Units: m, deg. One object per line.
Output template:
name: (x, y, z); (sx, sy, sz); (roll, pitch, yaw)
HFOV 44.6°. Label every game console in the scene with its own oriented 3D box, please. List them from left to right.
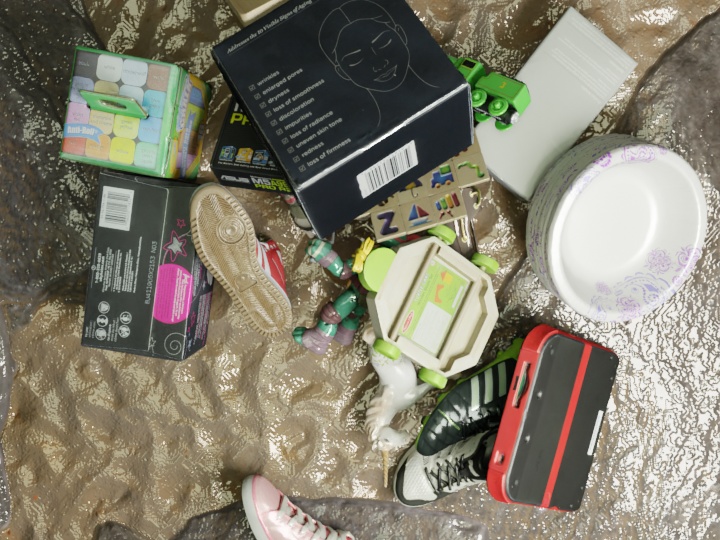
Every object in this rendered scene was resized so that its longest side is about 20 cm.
game console: (0.225, 0.175, 1.017); (0.031, 0.175, 0.204); (14, 86, 46)

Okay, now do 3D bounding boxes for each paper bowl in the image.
paper bowl: (0.280, -0.053, 0.998); (0.196, 0.104, 0.205); (-6, 112, -15)

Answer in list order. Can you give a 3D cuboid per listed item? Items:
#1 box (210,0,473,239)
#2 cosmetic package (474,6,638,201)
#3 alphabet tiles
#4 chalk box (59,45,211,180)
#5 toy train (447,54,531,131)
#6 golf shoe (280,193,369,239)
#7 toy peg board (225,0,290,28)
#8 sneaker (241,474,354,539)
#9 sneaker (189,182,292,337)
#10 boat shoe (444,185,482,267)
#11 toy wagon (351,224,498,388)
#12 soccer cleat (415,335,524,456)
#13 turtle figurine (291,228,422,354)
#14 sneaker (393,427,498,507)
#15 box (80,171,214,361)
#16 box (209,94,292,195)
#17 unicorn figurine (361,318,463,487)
box: (-0.016, -0.179, 0.907); (0.198, 0.124, 0.198); (-31, 68, -3)
cosmetic package: (0.214, -0.189, 1.022); (0.106, 0.090, 0.201); (41, 99, 1)
alphabet tiles: (0.043, -0.132, 0.948); (0.163, 0.006, 0.204); (-16, 65, 5)
chalk box: (-0.256, -0.173, 0.995); (0.122, 0.200, 0.127); (11, 95, 3)
toy train: (0.108, -0.218, 1.003); (0.199, 0.042, 0.057); (33, 81, 35)
golf shoe: (0.004, -0.112, 1.058); (0.197, 0.073, 0.093); (-27, 125, 0)
toy peg board: (-0.069, -0.344, 0.999); (0.197, 0.098, 0.201); (-30, 52, -6)
sneaker: (-0.064, 0.326, 1.084); (0.103, 0.075, 0.203); (-25, 100, 10)
sneaker: (-0.142, -0.028, 1.025); (0.070, 0.113, 0.202); (-23, 120, 3)
boat shoe: (0.115, -0.067, 1.033); (0.058, 0.072, 0.204); (-3, 107, 11)
toy wagon: (0.066, 0.027, 0.970); (0.198, 0.039, 0.157); (32, 77, -24)
soccer cleat: (0.150, 0.156, 1.025); (0.199, 0.068, 0.081); (-36, 55, -18)
turtle figurine: (0.000, 0.000, 1.018); (0.101, 0.148, 0.202); (45, 115, 37)
sneaker: (0.123, 0.227, 1.059); (0.198, 0.088, 0.076); (-32, 94, 7)
box: (-0.246, -0.008, 1.052); (0.129, 0.115, 0.205); (8, 94, 4)
box: (-0.059, -0.166, 1.011); (0.196, 0.044, 0.163); (9, 69, 14)
unicorn figurine: (0.053, 0.131, 1.052); (0.135, 0.074, 0.203); (-21, 105, -3)
